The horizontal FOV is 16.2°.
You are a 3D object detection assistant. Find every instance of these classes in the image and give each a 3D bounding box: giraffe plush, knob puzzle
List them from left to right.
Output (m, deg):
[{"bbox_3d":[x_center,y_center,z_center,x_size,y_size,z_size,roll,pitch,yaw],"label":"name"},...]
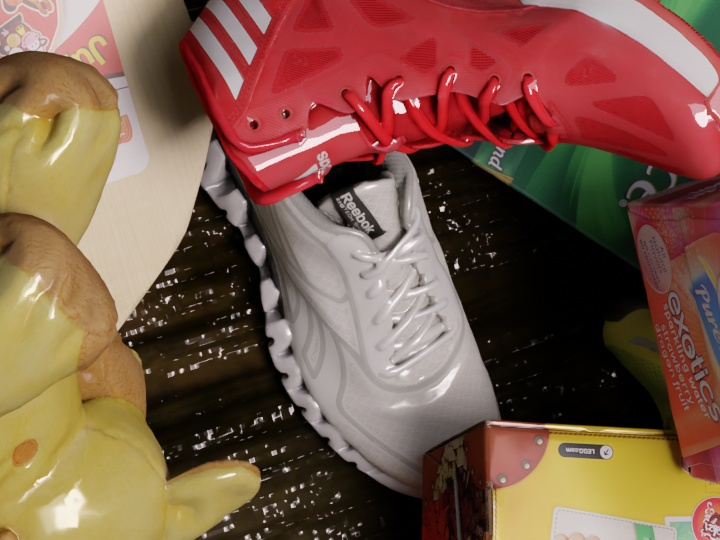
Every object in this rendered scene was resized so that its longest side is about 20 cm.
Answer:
[{"bbox_3d":[-0.143,-0.048,0.905,0.218,0.030,0.222,-4,102,-19],"label":"knob puzzle"},{"bbox_3d":[-0.120,0.047,0.844,0.162,0.172,0.201,40,58,-45],"label":"giraffe plush"}]

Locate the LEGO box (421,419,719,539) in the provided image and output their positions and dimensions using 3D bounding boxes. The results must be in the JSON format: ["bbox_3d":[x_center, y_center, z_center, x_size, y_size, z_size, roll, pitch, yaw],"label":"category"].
[{"bbox_3d":[0.127,0.138,0.928,0.198,0.077,0.150,4,77,-14],"label":"LEGO box"}]

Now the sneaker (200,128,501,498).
[{"bbox_3d":[0.000,0.000,0.950,0.075,0.081,0.201,-35,104,-24],"label":"sneaker"}]

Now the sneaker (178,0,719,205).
[{"bbox_3d":[0.025,-0.050,0.848,0.116,0.199,0.079,-52,145,-21],"label":"sneaker"}]

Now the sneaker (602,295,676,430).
[{"bbox_3d":[0.160,0.095,1.028,0.090,0.078,0.200,-44,98,-3],"label":"sneaker"}]

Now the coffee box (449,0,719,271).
[{"bbox_3d":[0.111,-0.071,0.952,0.199,0.044,0.123,33,112,-17],"label":"coffee box"}]

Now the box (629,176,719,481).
[{"bbox_3d":[0.208,0.000,0.877,0.199,0.095,0.103,-16,98,-21],"label":"box"}]
